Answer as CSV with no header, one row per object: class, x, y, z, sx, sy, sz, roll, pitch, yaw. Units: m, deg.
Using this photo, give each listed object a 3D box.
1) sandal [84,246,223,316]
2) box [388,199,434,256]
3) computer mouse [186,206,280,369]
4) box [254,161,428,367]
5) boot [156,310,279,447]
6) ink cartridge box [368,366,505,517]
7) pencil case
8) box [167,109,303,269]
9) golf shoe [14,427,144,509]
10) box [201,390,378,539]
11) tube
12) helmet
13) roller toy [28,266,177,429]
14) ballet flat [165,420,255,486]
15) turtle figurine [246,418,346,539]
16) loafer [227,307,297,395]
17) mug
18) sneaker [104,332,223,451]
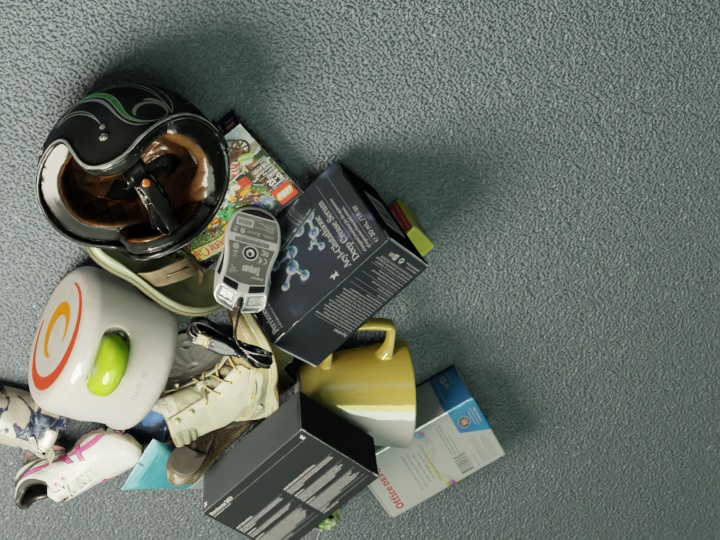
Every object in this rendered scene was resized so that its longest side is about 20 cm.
sandal,-0.238,-0.007,1.595,0.200,0.080,0.057,29,129,-30
box,0.000,0.000,1.752,0.200,0.075,0.050,-39,128,11
computer mouse,-0.142,0.018,1.613,0.109,0.201,0.044,16,154,-10
box,-0.043,-0.007,1.668,0.200,0.149,0.107,-43,144,11
boot,-0.185,0.141,1.682,0.154,0.072,0.201,-19,141,-15
ink cartridge box,0.092,0.256,1.965,0.199,0.085,0.145,-30,129,1
pencil case,-0.480,0.185,1.695,0.199,0.090,0.078,18,117,-29
box,-0.189,-0.087,1.640,0.200,0.038,0.137,-38,128,8
golf shoe,-0.370,0.268,1.748,0.199,0.092,0.073,-17,131,27
box,-0.095,0.271,1.759,0.141,0.079,0.200,34,118,-30
tube,-0.256,0.269,1.801,0.078,0.050,0.200,-62,159,-1
helmet,-0.263,-0.116,1.496,0.199,0.190,0.201,-15,112,-42
roller toy,-0.313,0.096,1.635,0.139,0.201,0.182,21,137,-31
ballet flat,-0.199,0.226,1.789,0.067,0.200,0.047,26,130,12
turtle figurine,-0.099,0.320,1.902,0.199,0.144,0.194,-31,125,-1
loafer,-0.130,0.095,1.776,0.067,0.076,0.201,-19,137,-10
mug,-0.012,0.155,1.836,0.152,0.149,0.188,-1,92,-9
sneaker,-0.251,0.172,1.789,0.199,0.081,0.147,-28,144,-11
